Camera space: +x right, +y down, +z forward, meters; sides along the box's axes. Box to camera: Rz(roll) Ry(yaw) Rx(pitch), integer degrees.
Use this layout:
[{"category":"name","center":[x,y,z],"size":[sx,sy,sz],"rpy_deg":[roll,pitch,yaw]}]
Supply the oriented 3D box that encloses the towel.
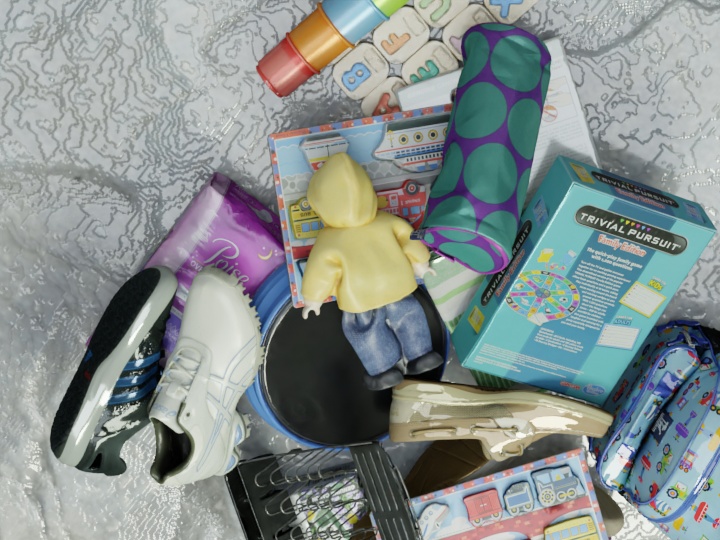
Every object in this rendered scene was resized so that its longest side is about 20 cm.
[{"category":"towel","center":[0.152,0.033,1.582],"size":[0.152,0.023,0.201],"rpy_deg":[-25,128,4]}]

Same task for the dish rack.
[{"category":"dish rack","center":[-0.026,0.225,1.560],"size":[0.199,0.054,0.154],"rpy_deg":[-15,97,50]}]

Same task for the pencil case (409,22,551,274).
[{"category":"pencil case","center":[0.104,-0.104,1.498],"size":[0.085,0.092,0.201],"rpy_deg":[25,71,-34]}]

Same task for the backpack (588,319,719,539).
[{"category":"backpack","center":[0.294,0.150,1.558],"size":[0.134,0.200,0.183],"rpy_deg":[30,103,-4]}]

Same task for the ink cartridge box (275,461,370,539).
[{"category":"ink cartridge box","center":[-0.023,0.293,1.679],"size":[0.108,0.050,0.201],"rpy_deg":[-17,100,6]}]

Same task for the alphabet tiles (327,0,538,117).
[{"category":"alphabet tiles","center":[0.055,-0.227,1.579],"size":[0.195,0.015,0.200],"rpy_deg":[-40,99,10]}]

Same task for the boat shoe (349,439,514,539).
[{"category":"boat shoe","center":[0.081,0.210,1.643],"size":[0.200,0.071,0.069],"rpy_deg":[-40,121,-7]}]

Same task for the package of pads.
[{"category":"package of pads","center":[-0.145,0.024,1.612],"size":[0.120,0.076,0.200],"rpy_deg":[37,102,-9]}]

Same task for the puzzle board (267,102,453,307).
[{"category":"puzzle board","center":[0.026,-0.059,1.540],"size":[0.199,0.017,0.152],"rpy_deg":[-11,98,-16]}]

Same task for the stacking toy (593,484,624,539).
[{"category":"stacking toy","center":[0.170,0.295,1.665],"size":[0.085,0.085,0.201],"rpy_deg":[23,109,-3]}]

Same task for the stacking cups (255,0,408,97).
[{"category":"stacking cups","center":[-0.003,-0.224,1.547],"size":[0.200,0.061,0.061],"rpy_deg":[-41,98,14]}]

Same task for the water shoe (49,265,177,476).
[{"category":"water shoe","center":[-0.202,0.088,1.568],"size":[0.079,0.072,0.201],"rpy_deg":[24,103,-29]}]

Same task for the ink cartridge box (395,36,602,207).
[{"category":"ink cartridge box","center":[0.135,-0.091,1.595],"size":[0.159,0.047,0.201],"rpy_deg":[-18,95,7]}]

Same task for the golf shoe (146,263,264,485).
[{"category":"golf shoe","center":[-0.140,0.098,1.530],"size":[0.078,0.097,0.201],"rpy_deg":[17,115,31]}]

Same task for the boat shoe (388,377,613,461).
[{"category":"boat shoe","center":[0.125,0.137,1.580],"size":[0.198,0.071,0.065],"rpy_deg":[6,86,6]}]

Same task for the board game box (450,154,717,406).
[{"category":"board game box","center":[0.191,0.012,1.534],"size":[0.150,0.047,0.201],"rpy_deg":[17,119,-24]}]

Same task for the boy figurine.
[{"category":"boy figurine","center":[0.000,0.000,1.496],"size":[0.124,0.064,0.201],"rpy_deg":[-24,100,-16]}]

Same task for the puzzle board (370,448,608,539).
[{"category":"puzzle board","center":[0.124,0.260,1.578],"size":[0.199,0.017,0.152],"rpy_deg":[-17,88,0]}]

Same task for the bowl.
[{"category":"bowl","center":[-0.011,0.071,1.596],"size":[0.199,0.039,0.202],"rpy_deg":[-8,114,-18]}]
